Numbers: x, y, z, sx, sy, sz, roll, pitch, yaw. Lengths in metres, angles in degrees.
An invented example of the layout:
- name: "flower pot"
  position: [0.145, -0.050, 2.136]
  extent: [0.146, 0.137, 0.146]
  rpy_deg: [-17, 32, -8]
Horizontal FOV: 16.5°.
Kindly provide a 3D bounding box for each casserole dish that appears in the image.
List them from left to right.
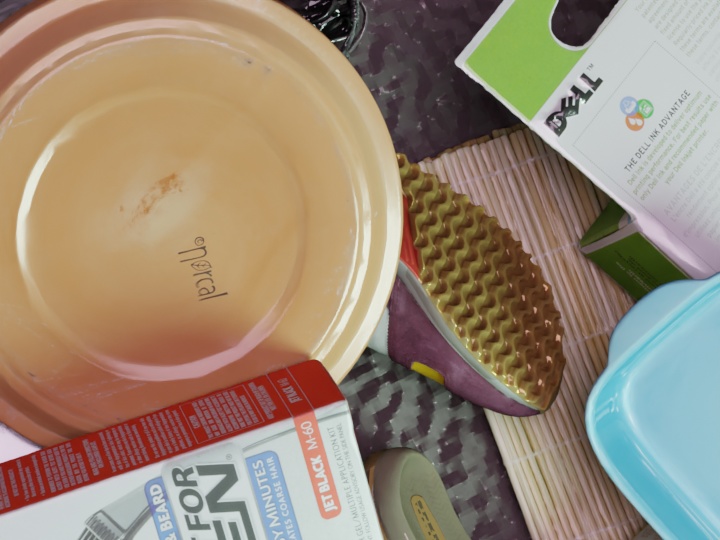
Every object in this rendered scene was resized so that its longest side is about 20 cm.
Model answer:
- name: "casserole dish"
  position: [0.184, 0.082, 1.041]
  extent: [0.121, 0.039, 0.200]
  rpy_deg: [-42, 94, 16]

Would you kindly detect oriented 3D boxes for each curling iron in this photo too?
- name: "curling iron"
  position: [-0.093, -0.116, 1.092]
  extent: [0.198, 0.026, 0.050]
  rpy_deg: [5, 79, -9]

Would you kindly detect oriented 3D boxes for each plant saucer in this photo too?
- name: "plant saucer"
  position: [-0.079, -0.017, 0.980]
  extent: [0.199, 0.032, 0.202]
  rpy_deg: [-3, 104, -12]

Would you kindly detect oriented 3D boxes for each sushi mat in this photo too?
- name: "sushi mat"
  position: [0.093, 0.032, 1.115]
  extent: [0.095, 0.012, 0.201]
  rpy_deg: [-20, 88, -11]

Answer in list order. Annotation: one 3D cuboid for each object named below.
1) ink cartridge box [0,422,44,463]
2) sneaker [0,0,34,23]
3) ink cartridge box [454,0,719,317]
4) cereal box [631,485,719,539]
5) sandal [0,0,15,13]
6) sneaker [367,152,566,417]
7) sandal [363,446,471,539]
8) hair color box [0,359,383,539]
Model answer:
- name: "ink cartridge box"
  position: [-0.109, 0.096, 1.045]
  extent: [0.115, 0.067, 0.201]
  rpy_deg: [-24, 88, -12]
- name: "sneaker"
  position: [-0.180, -0.028, 1.021]
  extent: [0.199, 0.077, 0.081]
  rpy_deg: [-33, 115, 19]
- name: "ink cartridge box"
  position: [0.149, -0.069, 1.097]
  extent: [0.200, 0.076, 0.148]
  rpy_deg: [41, 74, -4]
- name: "cereal box"
  position: [0.205, 0.140, 1.103]
  extent: [0.200, 0.040, 0.144]
  rpy_deg: [-40, 99, -13]
- name: "sandal"
  position: [-0.101, -0.080, 1.061]
  extent: [0.199, 0.075, 0.048]
  rpy_deg: [11, 75, -9]
- name: "sneaker"
  position: [0.000, 0.000, 1.075]
  extent: [0.200, 0.090, 0.075]
  rpy_deg: [41, 46, -17]
- name: "sandal"
  position: [0.066, 0.159, 1.058]
  extent: [0.054, 0.080, 0.201]
  rpy_deg: [-29, 84, 20]
- name: "hair color box"
  position: [-0.090, 0.122, 0.962]
  extent: [0.199, 0.064, 0.112]
  rpy_deg: [-18, 107, -7]
